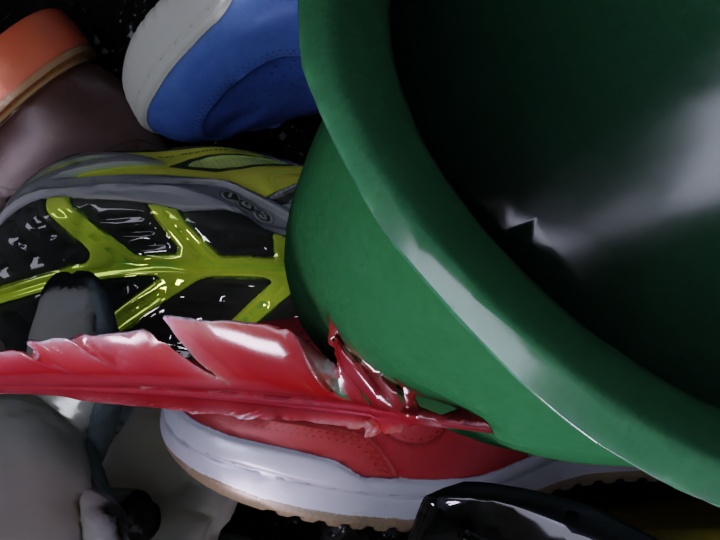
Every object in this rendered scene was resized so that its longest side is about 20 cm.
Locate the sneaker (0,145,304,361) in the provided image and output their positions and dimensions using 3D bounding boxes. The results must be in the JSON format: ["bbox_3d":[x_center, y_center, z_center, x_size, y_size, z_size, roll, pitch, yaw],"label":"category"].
[{"bbox_3d":[0.000,0.000,0.789,0.199,0.076,0.076,14,115,-9],"label":"sneaker"}]

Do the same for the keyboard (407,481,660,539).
[{"bbox_3d":[0.012,0.135,0.645,0.104,0.040,0.200,25,107,15],"label":"keyboard"}]

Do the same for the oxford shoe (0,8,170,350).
[{"bbox_3d":[-0.135,0.018,0.849,0.073,0.071,0.200,46,106,5],"label":"oxford shoe"}]

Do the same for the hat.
[{"bbox_3d":[0.010,0.021,0.653,0.200,0.166,0.176,43,127,2],"label":"hat"}]

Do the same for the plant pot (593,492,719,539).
[{"bbox_3d":[0.058,0.149,0.733,0.176,0.200,0.201,3,92,31],"label":"plant pot"}]

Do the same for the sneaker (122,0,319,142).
[{"bbox_3d":[0.037,-0.054,0.780,0.200,0.077,0.111,-25,76,12],"label":"sneaker"}]

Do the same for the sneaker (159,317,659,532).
[{"bbox_3d":[0.052,-0.002,0.706,0.199,0.071,0.113,-5,125,-21],"label":"sneaker"}]

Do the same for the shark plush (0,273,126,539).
[{"bbox_3d":[-0.067,0.081,0.674,0.091,0.083,0.200,-27,41,-15],"label":"shark plush"}]

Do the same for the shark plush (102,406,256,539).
[{"bbox_3d":[-0.097,0.076,0.861,0.200,0.091,0.084,-32,59,33],"label":"shark plush"}]
